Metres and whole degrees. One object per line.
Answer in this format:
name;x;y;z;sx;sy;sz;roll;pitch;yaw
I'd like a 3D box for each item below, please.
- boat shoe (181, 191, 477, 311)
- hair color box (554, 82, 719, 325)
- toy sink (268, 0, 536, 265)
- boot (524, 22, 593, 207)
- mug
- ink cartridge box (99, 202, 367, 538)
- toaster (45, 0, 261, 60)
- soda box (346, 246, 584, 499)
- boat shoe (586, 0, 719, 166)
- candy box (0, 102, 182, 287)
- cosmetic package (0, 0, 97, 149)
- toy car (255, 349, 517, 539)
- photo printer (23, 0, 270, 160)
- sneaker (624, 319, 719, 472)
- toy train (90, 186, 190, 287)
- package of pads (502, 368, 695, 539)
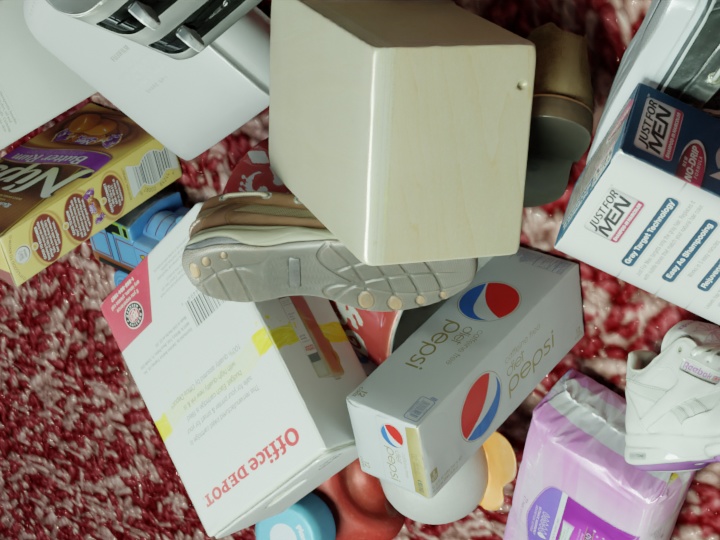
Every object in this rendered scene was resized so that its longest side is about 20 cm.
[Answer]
boat shoe;-0.019;-0.023;1.000;0.198;0.072;0.076;5;139;-5
hair color box;0.224;-0.019;0.854;0.198;0.061;0.100;25;143;-2
toy sink;0.022;-0.100;0.943;0.200;0.111;0.132;-136;45;-62
boot;0.111;-0.096;0.987;0.073;0.076;0.200;12;162;-9
mug;-0.007;0.002;1.143;0.199;0.133;0.179;32;132;31
ink cartridge box;-0.085;0.070;1.079;0.145;0.083;0.201;-39;70;36
toaster;-0.159;-0.238;0.941;0.200;0.119;0.181;49;-171;9
soda box;0.078;0.066;1.039;0.063;0.200;0.069;19;135;36
boat shoe;0.186;-0.106;0.870;0.070;0.073;0.200;21;153;2
candy box;-0.270;-0.071;1.320;0.116;0.200;0.057;19;135;38
cosmetic package;-0.282;-0.175;1.239;0.084;0.200;0.108;-9;113;50
toy car;0.034;0.136;1.187;0.198;0.184;0.179;-9;95;29
photo printer;-0.162;-0.187;1.153;0.200;0.070;0.166;40;147;-19
sneaker;0.233;0.077;0.962;0.199;0.074;0.101;-19;73;59
toy train;-0.162;-0.007;1.351;0.199;0.087;0.115;23;139;36
package of pads;0.180;0.181;1.138;0.120;0.076;0.201;35;143;25
